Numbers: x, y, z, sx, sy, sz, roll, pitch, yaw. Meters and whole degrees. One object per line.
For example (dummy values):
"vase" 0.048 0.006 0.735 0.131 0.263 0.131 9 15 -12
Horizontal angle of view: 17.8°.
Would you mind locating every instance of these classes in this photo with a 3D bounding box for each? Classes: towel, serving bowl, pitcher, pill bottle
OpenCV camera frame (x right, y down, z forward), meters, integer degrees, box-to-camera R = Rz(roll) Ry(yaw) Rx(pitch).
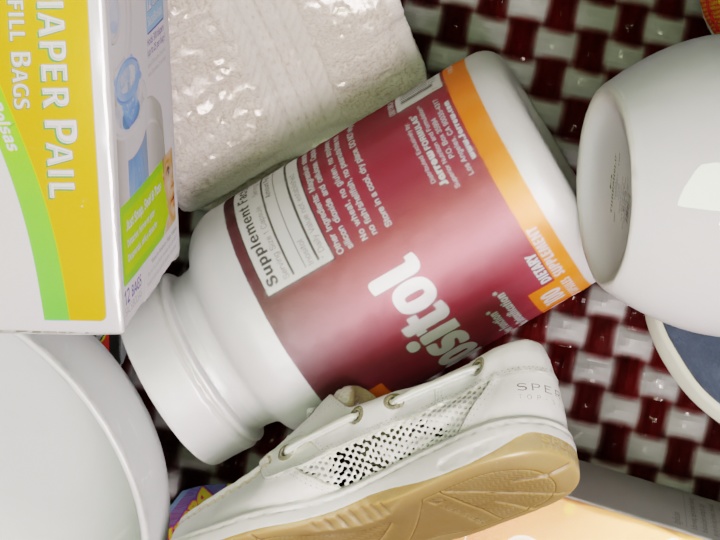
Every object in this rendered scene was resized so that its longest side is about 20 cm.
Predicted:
"towel" -0.056 -0.119 0.989 0.132 0.035 0.200 -23 127 6
"serving bowl" -0.165 0.078 1.029 0.199 0.066 0.201 14 124 21
"pitcher" 0.194 -0.058 0.914 0.199 0.121 0.172 -2 112 -10
"pill bottle" 0.000 0.000 1.004 0.200 0.113 0.113 -31 91 9

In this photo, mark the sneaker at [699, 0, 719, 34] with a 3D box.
"sneaker" 0.238 -0.085 0.987 0.199 0.077 0.073 18 95 3

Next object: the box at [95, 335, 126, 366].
"box" -0.198 -0.034 1.027 0.199 0.040 0.137 9 130 5

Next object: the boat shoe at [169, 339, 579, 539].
"boat shoe" 0.002 0.082 0.956 0.199 0.071 0.070 -22 55 29

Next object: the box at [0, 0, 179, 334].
"box" -0.134 -0.087 0.896 0.101 0.113 0.201 1 107 8

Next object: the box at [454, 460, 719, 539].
"box" 0.119 0.161 1.011 0.199 0.097 0.125 16 97 5

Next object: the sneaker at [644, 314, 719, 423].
"sneaker" 0.200 0.045 0.967 0.200 0.075 0.085 48 143 26

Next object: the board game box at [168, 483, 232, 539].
"board game box" -0.087 0.186 1.023 0.200 0.039 0.158 -50 51 8
